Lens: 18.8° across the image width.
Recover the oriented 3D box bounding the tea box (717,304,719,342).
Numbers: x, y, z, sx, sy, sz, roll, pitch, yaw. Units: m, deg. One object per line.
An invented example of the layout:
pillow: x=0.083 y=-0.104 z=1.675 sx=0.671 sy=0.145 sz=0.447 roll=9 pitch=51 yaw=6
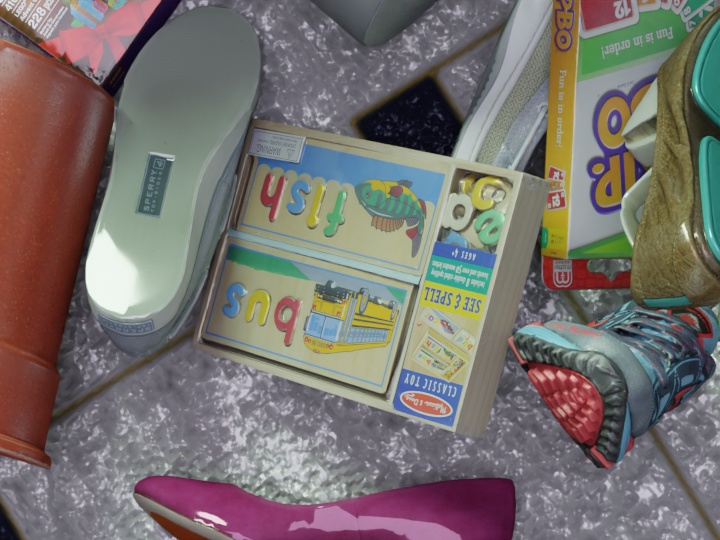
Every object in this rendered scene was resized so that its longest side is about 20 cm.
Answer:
tea box: x=0.269 y=-0.043 z=1.074 sx=0.133 sy=0.197 sz=0.201 roll=15 pitch=89 yaw=4

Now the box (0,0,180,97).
box: x=-0.137 y=-0.216 z=1.193 sx=0.137 sy=0.039 sz=0.200 roll=35 pitch=91 yaw=6

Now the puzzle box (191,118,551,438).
puzzle box: x=0.000 y=0.000 z=1.125 sx=0.200 sy=0.025 sz=0.134 roll=14 pitch=89 yaw=43

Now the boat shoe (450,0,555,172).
boat shoe: x=0.086 y=-0.069 z=1.155 sx=0.065 sy=0.074 sz=0.203 roll=22 pitch=81 yaw=3

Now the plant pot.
plant pot: x=-0.225 y=-0.021 z=1.128 sx=0.200 sy=0.201 sz=0.196 roll=17 pitch=82 yaw=5

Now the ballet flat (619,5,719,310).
ballet flat: x=0.163 y=-0.054 z=1.085 sx=0.072 sy=0.200 sz=0.068 roll=-28 pitch=125 yaw=36

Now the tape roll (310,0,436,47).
tape roll: x=0.045 y=-0.208 z=1.097 sx=0.066 sy=0.200 sz=0.200 roll=41 pitch=92 yaw=5

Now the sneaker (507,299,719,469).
sneaker: x=0.132 y=0.040 z=1.083 sx=0.095 sy=0.200 sz=0.079 roll=-39 pitch=83 yaw=1

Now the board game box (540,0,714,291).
board game box: x=0.141 y=-0.089 z=1.138 sx=0.095 sy=0.030 sz=0.201 roll=-1 pitch=99 yaw=-35

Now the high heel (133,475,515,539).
high heel: x=-0.018 y=0.127 z=1.173 sx=0.199 sy=0.067 sz=0.096 roll=22 pitch=69 yaw=5

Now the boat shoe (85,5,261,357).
boat shoe: x=-0.102 y=-0.047 z=1.166 sx=0.070 sy=0.072 sz=0.201 roll=14 pitch=63 yaw=3
